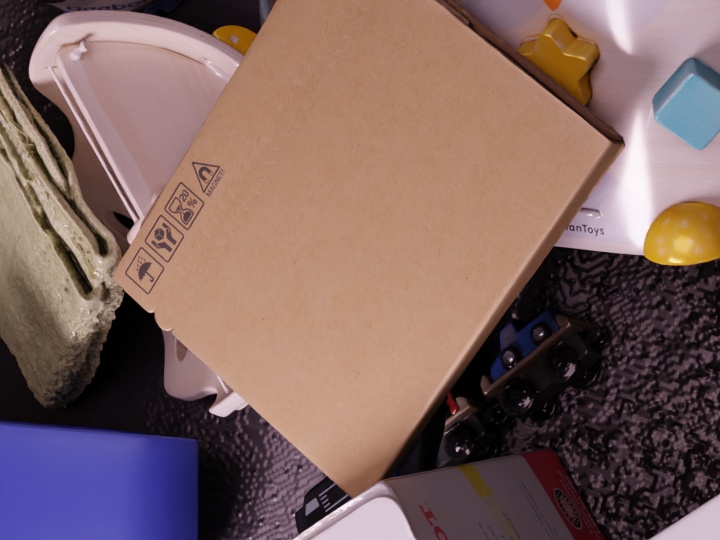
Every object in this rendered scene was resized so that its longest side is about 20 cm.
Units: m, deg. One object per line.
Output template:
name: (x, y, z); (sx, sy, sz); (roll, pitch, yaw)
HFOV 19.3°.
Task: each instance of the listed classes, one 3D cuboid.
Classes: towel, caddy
towel: (-0.172, -0.016, 1.103); (0.149, 0.036, 0.200); (60, 156, 14)
caddy: (-0.173, 0.130, 1.079); (0.141, 0.198, 0.106); (177, 99, -67)

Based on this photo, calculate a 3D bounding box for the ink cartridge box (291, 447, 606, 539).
ink cartridge box: (0.055, 0.167, 0.954); (0.083, 0.200, 0.146); (-35, 74, 22)

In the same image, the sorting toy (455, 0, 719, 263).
sorting toy: (0.098, -0.108, 0.914); (0.199, 0.107, 0.181); (7, 127, 34)

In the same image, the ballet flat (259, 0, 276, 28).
ballet flat: (-0.007, -0.059, 1.068); (0.074, 0.074, 0.201); (-38, 70, 21)

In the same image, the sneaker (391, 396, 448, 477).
sneaker: (0.000, 0.000, 0.976); (0.078, 0.066, 0.202); (-4, 80, 9)

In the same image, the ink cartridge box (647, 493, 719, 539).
ink cartridge box: (0.173, 0.197, 0.831); (0.145, 0.144, 0.201); (-37, 68, 31)

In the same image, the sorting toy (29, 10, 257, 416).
sorting toy: (-0.093, -0.017, 1.073); (0.201, 0.106, 0.180); (61, 148, 8)

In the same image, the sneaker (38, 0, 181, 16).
sneaker: (-0.103, -0.187, 1.089); (0.199, 0.115, 0.081); (-33, 76, 22)

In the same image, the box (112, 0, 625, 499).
box: (-0.003, -0.025, 0.916); (0.163, 0.021, 0.201); (41, 112, 18)

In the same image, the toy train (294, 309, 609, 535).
toy train: (0.042, 0.081, 1.057); (0.200, 0.034, 0.046); (-39, 60, 22)
